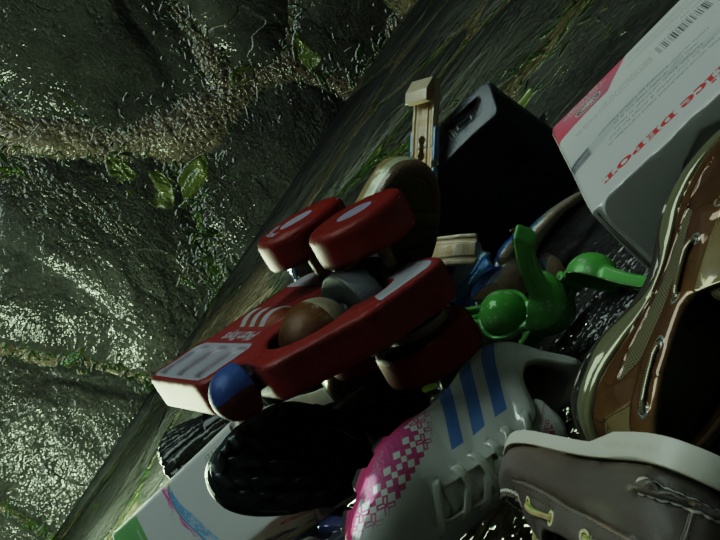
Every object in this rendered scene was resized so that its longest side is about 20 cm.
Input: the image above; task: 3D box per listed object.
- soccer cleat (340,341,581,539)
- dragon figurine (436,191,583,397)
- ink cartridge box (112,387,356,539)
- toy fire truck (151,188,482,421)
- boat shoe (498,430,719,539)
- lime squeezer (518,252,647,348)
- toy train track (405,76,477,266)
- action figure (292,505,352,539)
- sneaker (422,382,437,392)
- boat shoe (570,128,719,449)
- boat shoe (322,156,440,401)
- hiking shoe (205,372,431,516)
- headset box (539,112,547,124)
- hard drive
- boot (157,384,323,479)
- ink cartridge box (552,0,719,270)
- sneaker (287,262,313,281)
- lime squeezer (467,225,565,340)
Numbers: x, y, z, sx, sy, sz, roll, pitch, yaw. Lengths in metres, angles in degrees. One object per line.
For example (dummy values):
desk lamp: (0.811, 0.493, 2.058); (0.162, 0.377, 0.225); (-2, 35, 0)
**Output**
soccer cleat: (0.065, 0.106, 0.626); (0.086, 0.070, 0.200); (1, 34, 36)
dragon figurine: (0.107, 0.011, 0.857); (0.200, 0.059, 0.099); (-59, 12, -20)
ink cartridge box: (-0.085, 0.184, 0.894); (0.145, 0.088, 0.200); (-14, -26, -49)
toy fire truck: (-0.034, 0.039, 0.689); (0.168, 0.112, 0.200); (-36, 14, -23)
boat shoe: (0.108, 0.113, 0.507); (0.060, 0.072, 0.200); (-67, 11, -14)
lime squeezer: (0.143, 0.032, 0.738); (0.200, 0.038, 0.071); (-42, 47, 44)
toy train track: (0.040, -0.057, 0.866); (0.115, 0.032, 0.201); (-6, 76, 46)
action figure: (0.009, 0.192, 0.709); (0.200, 0.105, 0.193); (-27, 4, -29)
sneaker: (0.021, 0.080, 0.962); (0.200, 0.074, 0.084); (-45, 18, 40)
boat shoe: (0.181, 0.011, 0.537); (0.200, 0.076, 0.074); (-62, 17, -4)
boat shoe: (0.000, 0.000, 0.827); (0.076, 0.072, 0.200); (52, 129, 54)
hiking shoe: (-0.031, 0.129, 0.739); (0.200, 0.075, 0.087); (-10, -25, -49)
headset box: (0.111, -0.063, 1.029); (0.200, 0.075, 0.149); (-49, 11, 23)
hard drive: (0.089, -0.045, 0.926); (0.200, 0.135, 0.042); (-49, 23, 23)
boot: (-0.103, 0.144, 1.074); (0.158, 0.079, 0.211); (-42, -14, 6)
ink cartridge box: (0.204, -0.087, 0.672); (0.147, 0.083, 0.200); (-45, 13, 17)
sneaker: (-0.005, 0.027, 1.016); (0.075, 0.200, 0.079); (-30, 49, 14)
lime squeezer: (0.088, 0.022, 0.716); (0.200, 0.070, 0.038); (141, 133, -66)
